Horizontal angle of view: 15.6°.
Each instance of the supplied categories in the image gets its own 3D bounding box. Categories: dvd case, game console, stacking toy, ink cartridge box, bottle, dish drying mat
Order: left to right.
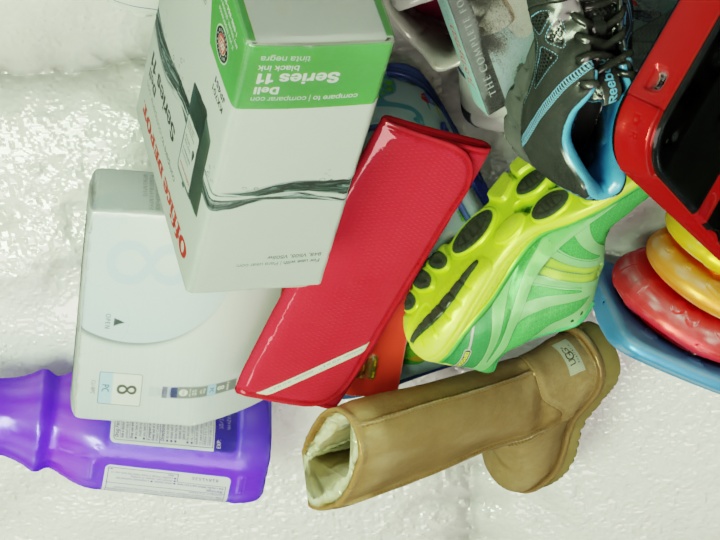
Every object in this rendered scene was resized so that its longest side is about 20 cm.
[{"bbox_3d":[-0.158,0.102,1.694,0.199,0.084,0.065,6,130,-8],"label":"bottle"},{"bbox_3d":[-0.066,0.023,1.549,0.199,0.047,0.160,5,128,-5],"label":"ink cartridge box"},{"bbox_3d":[-0.056,-0.103,1.417,0.083,0.147,0.200,-4,141,-18],"label":"ink cartridge box"},{"bbox_3d":[0.000,0.000,1.528,0.077,0.018,0.200,13,122,-30],"label":"dish drying mat"},{"bbox_3d":[0.131,-0.190,1.450,0.200,0.022,0.146,-29,129,-9],"label":"dvd case"},{"bbox_3d":[0.234,-0.031,1.602,0.109,0.116,0.200,21,112,-19],"label":"stacking toy"},{"bbox_3d":[0.223,-0.117,1.462,0.200,0.031,0.177,-59,145,-4],"label":"game console"}]

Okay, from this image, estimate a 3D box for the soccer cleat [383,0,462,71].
[{"bbox_3d":[0.019,-0.197,1.449,0.070,0.086,0.200,-23,127,16],"label":"soccer cleat"}]

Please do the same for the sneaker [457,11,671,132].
[{"bbox_3d":[0.154,-0.110,1.547,0.199,0.073,0.071,7,139,3],"label":"sneaker"}]

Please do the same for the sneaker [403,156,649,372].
[{"bbox_3d":[0.111,-0.016,1.536,0.083,0.074,0.200,28,119,-39],"label":"sneaker"}]

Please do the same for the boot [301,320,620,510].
[{"bbox_3d":[0.049,0.108,1.647,0.200,0.066,0.175,-19,151,-30],"label":"boot"}]

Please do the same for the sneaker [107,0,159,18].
[{"bbox_3d":[-0.120,-0.172,1.476,0.199,0.075,0.087,-5,135,3],"label":"sneaker"}]

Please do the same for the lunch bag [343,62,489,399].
[{"bbox_3d":[0.007,-0.022,1.598,0.160,0.083,0.200,-21,128,16],"label":"lunch bag"}]

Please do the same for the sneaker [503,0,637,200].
[{"bbox_3d":[0.126,-0.133,1.417,0.073,0.082,0.201,-13,124,-19],"label":"sneaker"}]
